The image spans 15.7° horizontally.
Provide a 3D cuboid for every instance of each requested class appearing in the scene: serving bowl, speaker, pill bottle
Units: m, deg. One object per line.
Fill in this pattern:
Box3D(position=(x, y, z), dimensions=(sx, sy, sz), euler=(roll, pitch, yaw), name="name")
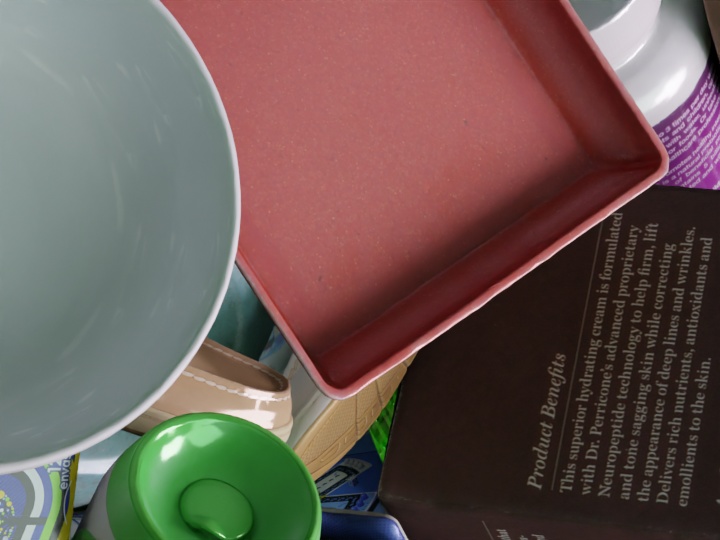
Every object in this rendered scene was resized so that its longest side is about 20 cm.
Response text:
Box3D(position=(-0.146, -0.024, 0.900), dimensions=(0.200, 0.200, 0.066), euler=(-40, -175, -24), name="serving bowl")
Box3D(position=(-0.081, 0.139, 0.992), dimensions=(0.088, 0.088, 0.200), euler=(-26, 156, -38), name="speaker")
Box3D(position=(0.115, -0.085, 1.205), dimensions=(0.112, 0.112, 0.200), euler=(-49, 148, -11), name="pill bottle")

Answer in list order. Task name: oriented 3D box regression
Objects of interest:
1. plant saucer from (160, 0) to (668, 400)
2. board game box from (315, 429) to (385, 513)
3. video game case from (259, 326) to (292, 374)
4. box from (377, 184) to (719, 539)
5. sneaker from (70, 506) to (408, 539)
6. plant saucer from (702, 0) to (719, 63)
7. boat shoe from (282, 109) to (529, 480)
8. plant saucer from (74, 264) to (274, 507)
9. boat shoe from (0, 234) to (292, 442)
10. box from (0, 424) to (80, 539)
Box3D(position=(-0.001, -0.074, 1.043), dimensions=(0.200, 0.200, 0.037), euler=(-34, -179, -31), name="plant saucer")
Box3D(position=(-0.068, 0.150, 1.180), dimensions=(0.200, 0.019, 0.103), euler=(-27, 104, -23), name="board game box")
Box3D(position=(-0.016, -0.002, 1.191), dimensions=(0.182, 0.024, 0.200), euler=(-36, 142, -28), name="video game case")
Box3D(position=(0.134, 0.067, 1.181), dimensions=(0.164, 0.200, 0.166), euler=(59, 40, -61), name="box")
Box3D(position=(-0.073, 0.126, 1.108), dimensions=(0.200, 0.075, 0.088), euler=(-5, 163, -29), name="sneaker")
Box3D(position=(0.171, -0.158, 1.198), dimensions=(0.200, 0.029, 0.200), euler=(-11, 90, -77), name="plant saucer")
Box3D(position=(0.000, 0.000, 1.103), dimensions=(0.200, 0.069, 0.071), euler=(-58, 167, -19), name="boat shoe")
Box3D(position=(-0.101, 0.030, 1.070), dimensions=(0.201, 0.039, 0.201), euler=(-26, 137, -27), name="plant saucer")
Box3D(position=(-0.106, 0.012, 0.976), dimensions=(0.200, 0.071, 0.065), euler=(23, 98, -24), name="boat shoe")
Box3D(position=(-0.152, 0.144, 0.961), dimensions=(0.064, 0.070, 0.200), euler=(2, 102, -23), name="box")
